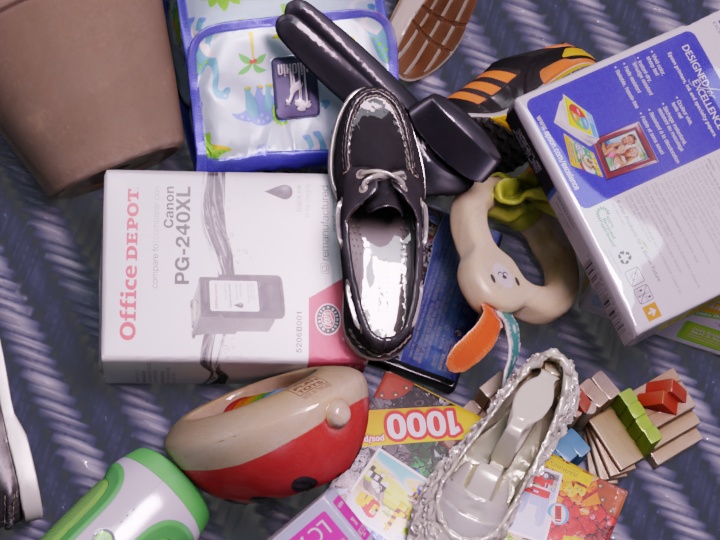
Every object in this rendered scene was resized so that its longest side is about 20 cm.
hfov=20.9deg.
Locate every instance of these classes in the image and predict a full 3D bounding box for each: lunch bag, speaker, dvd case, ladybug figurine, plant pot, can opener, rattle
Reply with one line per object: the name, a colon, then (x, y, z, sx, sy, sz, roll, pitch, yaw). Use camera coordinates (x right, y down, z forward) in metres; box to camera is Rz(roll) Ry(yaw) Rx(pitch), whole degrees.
lunch bag: (-0.063, -0.171, 1.540, 0.168, 0.128, 0.202, -6, 67, -10)
speaker: (-0.197, 0.217, 1.356, 0.088, 0.089, 0.200, 40, 65, 10)
dvd case: (0.000, 0.000, 1.531, 0.198, 0.018, 0.144, 20, 64, -1)
ladybug figurine: (-0.061, 0.119, 1.377, 0.135, 0.200, 0.073, -24, 94, -29)
plant pot: (-0.220, -0.154, 1.487, 0.199, 0.200, 0.176, -21, 88, -18)
can opener: (0.017, -0.131, 1.472, 0.200, 0.079, 0.063, 41, 23, -4)
rattle: (0.140, -0.015, 1.466, 0.131, 0.142, 0.200, 59, 30, -18)

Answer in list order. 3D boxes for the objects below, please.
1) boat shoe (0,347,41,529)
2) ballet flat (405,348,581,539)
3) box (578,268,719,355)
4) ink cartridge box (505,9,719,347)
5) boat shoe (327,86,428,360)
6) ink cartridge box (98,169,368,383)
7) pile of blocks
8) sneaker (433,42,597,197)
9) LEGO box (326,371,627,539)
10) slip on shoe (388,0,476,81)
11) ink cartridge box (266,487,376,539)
boat shoe: (-0.282, 0.091, 1.406, 0.060, 0.074, 0.202, -13, 75, -17)
ballet flat: (0.093, 0.133, 1.372, 0.071, 0.072, 0.201, 31, 64, 6)
box: (0.284, -0.005, 1.530, 0.198, 0.113, 0.102, 18, 63, 0)
ink cartridge box: (0.238, -0.073, 1.460, 0.199, 0.047, 0.199, -23, 77, -18)
boat shoe: (0.013, -0.038, 1.397, 0.073, 0.060, 0.202, 4, 80, -7)
ink cartridge box: (-0.096, 0.006, 1.453, 0.198, 0.083, 0.147, 1, 77, -6)
pile of blocks: (0.169, 0.115, 1.481, 0.198, 0.062, 0.083, -3, 65, -11)
sneaker: (0.104, -0.127, 1.591, 0.198, 0.070, 0.090, -23, 33, -4)
LEGO box: (0.071, 0.190, 1.420, 0.199, 0.077, 0.150, 26, 63, 3)
slip on shoe: (0.060, -0.241, 1.631, 0.060, 0.076, 0.201, 15, 64, 32)
ink cartridge box: (-0.003, 0.264, 1.344, 0.119, 0.042, 0.200, -40, 91, 9)
